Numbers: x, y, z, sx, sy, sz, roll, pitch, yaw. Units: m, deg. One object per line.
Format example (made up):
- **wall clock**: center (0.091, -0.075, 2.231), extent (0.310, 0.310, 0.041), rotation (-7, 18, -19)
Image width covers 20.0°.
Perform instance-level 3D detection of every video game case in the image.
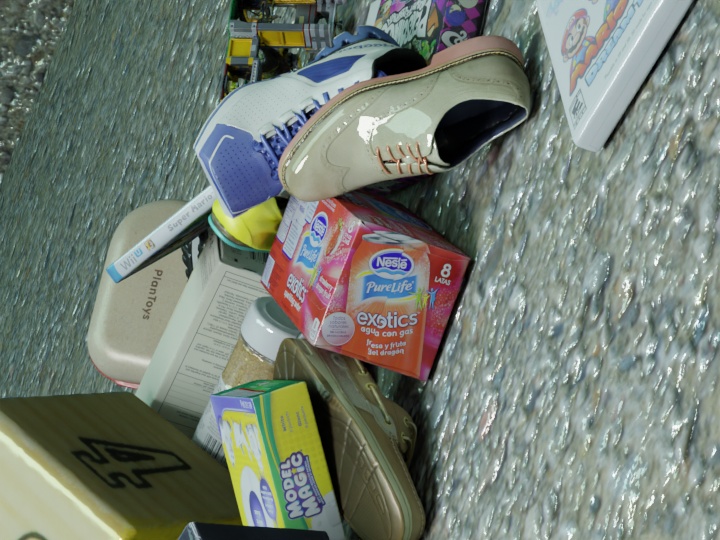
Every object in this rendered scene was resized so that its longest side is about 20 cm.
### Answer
- **video game case**: center (0.039, -0.156, 1.664), extent (0.200, 0.036, 0.183), rotation (161, 123, -68)
- **video game case**: center (0.179, -0.205, 1.321), extent (0.183, 0.024, 0.201), rotation (-97, 30, -53)
- **video game case**: center (-0.112, -0.066, 1.716), extent (0.200, 0.018, 0.143), rotation (-37, 0, 28)

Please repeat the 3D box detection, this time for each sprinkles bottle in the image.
- **sprinkles bottle**: center (-0.100, 0.121, 1.759), extent (0.068, 0.068, 0.201), rotation (-107, 38, -60)

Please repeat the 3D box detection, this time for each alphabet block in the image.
- **alphabet block**: center (-0.223, 0.233, 1.693), extent (0.200, 0.196, 0.196), rotation (36, 112, 32)

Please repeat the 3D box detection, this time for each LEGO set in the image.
- **LEGO set**: center (-0.063, -0.180, 1.929), extent (0.154, 0.115, 0.201), rotation (84, -170, -49)

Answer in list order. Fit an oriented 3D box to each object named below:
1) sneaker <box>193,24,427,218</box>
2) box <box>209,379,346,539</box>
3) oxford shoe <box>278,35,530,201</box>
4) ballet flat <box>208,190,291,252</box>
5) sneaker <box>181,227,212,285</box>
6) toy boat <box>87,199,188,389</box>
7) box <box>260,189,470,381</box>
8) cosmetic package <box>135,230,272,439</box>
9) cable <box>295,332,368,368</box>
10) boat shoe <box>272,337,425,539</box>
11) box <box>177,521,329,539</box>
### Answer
- **sneaker**: center (-0.025, -0.120, 1.547), extent (0.199, 0.081, 0.115), rotation (-37, 23, -18)
- **box**: center (-0.051, 0.181, 1.468), extent (0.117, 0.048, 0.202), rotation (172, 81, -70)
- **oxford shoe**: center (0.030, -0.098, 1.461), extent (0.199, 0.071, 0.074), rotation (-29, 40, 14)
- **ballet flat**: center (-0.054, -0.043, 1.681), extent (0.067, 0.200, 0.067), rotation (-48, 69, 13)
- **sneaker**: center (-0.114, 0.027, 1.894), extent (0.078, 0.090, 0.201), rotation (46, 141, 45)
- **toy boat**: center (-0.194, 0.031, 2.080), extent (0.131, 0.129, 0.202), rotation (63, -141, -74)
- **box**: center (0.000, 0.000, 1.536), extent (0.200, 0.095, 0.100), rotation (-137, 66, -70)
- **cosmetic package**: center (-0.120, 0.068, 1.814), extent (0.201, 0.103, 0.073), rotation (-61, 20, 27)
- **cable**: center (-0.038, 0.134, 1.616), extent (0.163, 0.051, 0.201), rotation (-52, 24, 36)
- **boat shoe**: center (0.005, 0.117, 1.451), extent (0.200, 0.066, 0.074), rotation (58, 141, 40)
- **box**: center (-0.076, 0.305, 1.340), extent (0.201, 0.123, 0.199), rotation (-56, 44, 30)
